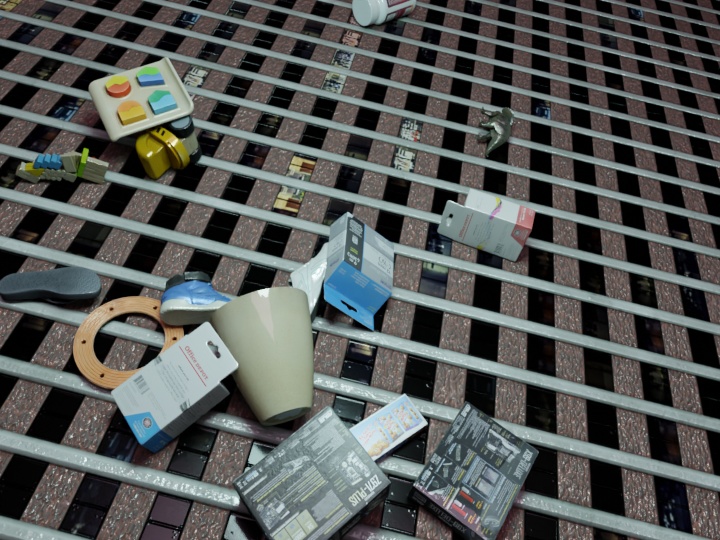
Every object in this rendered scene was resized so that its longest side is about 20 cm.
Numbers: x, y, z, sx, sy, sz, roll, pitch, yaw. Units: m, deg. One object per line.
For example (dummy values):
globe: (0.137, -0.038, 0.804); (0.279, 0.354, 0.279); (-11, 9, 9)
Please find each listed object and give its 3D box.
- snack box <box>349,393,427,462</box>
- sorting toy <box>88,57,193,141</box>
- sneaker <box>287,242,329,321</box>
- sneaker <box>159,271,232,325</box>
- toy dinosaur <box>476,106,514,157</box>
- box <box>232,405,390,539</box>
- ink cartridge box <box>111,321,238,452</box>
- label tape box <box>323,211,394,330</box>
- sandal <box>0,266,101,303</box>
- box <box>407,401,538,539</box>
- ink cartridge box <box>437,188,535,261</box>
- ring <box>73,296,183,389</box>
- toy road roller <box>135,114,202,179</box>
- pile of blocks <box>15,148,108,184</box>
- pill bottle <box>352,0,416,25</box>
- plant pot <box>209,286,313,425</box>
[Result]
snack box: (0.025, 0.300, 1.109); (0.198, 0.025, 0.072); (-26, 60, -27)
sorting toy: (-0.500, -0.397, 1.406); (0.197, 0.037, 0.187); (-26, 65, -14)
sneaker: (-0.105, 0.012, 1.290); (0.079, 0.071, 0.202); (16, 51, 7)
sneaker: (-0.287, 0.053, 1.217); (0.196, 0.077, 0.113); (3, 47, -13)
toy dinosaur: (0.375, -0.392, 1.700); (0.100, 0.078, 0.202); (9, 47, 6)
box: (-0.076, 0.350, 0.992); (0.199, 0.087, 0.164); (-35, 64, -21)
ink cartridge box: (-0.308, 0.199, 1.068); (0.199, 0.067, 0.116); (-37, 64, -13)
label tape box: (0.000, 0.000, 1.278); (0.142, 0.066, 0.203); (33, 40, -30)
sandal: (-0.596, 0.033, 1.206); (0.196, 0.043, 0.077); (1, 43, 3)
box: (0.199, 0.353, 1.083); (0.156, 0.050, 0.200); (32, 53, 15)
ink cartridge box: (0.287, -0.111, 1.429); (0.197, 0.117, 0.068); (20, 51, 5)
ring: (-0.432, 0.135, 1.162); (0.196, 0.019, 0.203); (6, 50, -7)
toy road roller: (-0.480, -0.309, 1.449); (0.198, 0.124, 0.147); (33, 64, 16)
pile of blocks: (-0.662, -0.244, 1.384); (0.196, 0.083, 0.063); (-2, 51, -11)
pill bottle: (0.076, -0.864, 2.000); (0.198, 0.115, 0.114); (-31, 62, -31)
plant pot: (-0.156, 0.162, 1.104); (0.184, 0.188, 0.203); (-12, 67, -19)
